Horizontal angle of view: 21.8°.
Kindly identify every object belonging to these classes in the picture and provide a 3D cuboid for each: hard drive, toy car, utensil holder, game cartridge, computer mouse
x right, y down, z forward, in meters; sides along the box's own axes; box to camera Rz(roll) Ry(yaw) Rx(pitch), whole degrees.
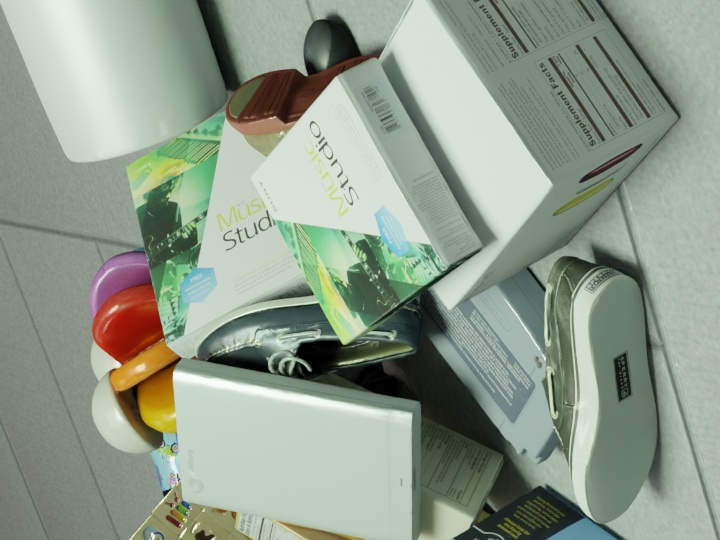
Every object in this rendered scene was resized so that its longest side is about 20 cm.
[{"bbox_3d":[-0.050,0.145,1.488,0.199,0.026,0.132,9,122,17],"label":"hard drive"},{"bbox_3d":[-0.183,0.053,1.693,0.150,0.175,0.200,51,-167,-29],"label":"toy car"},{"bbox_3d":[-0.221,-0.218,1.642,0.170,0.170,0.201,12,127,57],"label":"utensil holder"},{"bbox_3d":[0.101,0.041,1.443,0.200,0.041,0.133,53,155,19],"label":"game cartridge"},{"bbox_3d":[-0.012,-0.107,1.511,0.059,0.034,0.201,19,131,53],"label":"computer mouse"}]

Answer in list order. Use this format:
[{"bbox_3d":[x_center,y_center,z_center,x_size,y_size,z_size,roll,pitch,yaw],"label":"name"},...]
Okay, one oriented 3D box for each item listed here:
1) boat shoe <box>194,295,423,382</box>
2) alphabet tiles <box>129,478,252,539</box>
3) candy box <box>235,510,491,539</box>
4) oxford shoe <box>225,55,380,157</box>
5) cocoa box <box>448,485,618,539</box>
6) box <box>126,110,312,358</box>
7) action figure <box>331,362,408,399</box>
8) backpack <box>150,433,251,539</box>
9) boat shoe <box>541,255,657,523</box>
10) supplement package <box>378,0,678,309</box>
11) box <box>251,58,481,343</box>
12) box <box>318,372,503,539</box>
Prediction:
[{"bbox_3d":[-0.042,0.062,1.490,0.075,0.199,0.062,52,-151,-55],"label":"boat shoe"},{"bbox_3d":[-0.084,0.224,1.698,0.167,0.200,0.008,40,-174,-5],"label":"alphabet tiles"},{"bbox_3d":[0.006,0.219,1.611,0.200,0.116,0.055,29,143,13],"label":"candy box"},{"bbox_3d":[-0.007,-0.116,1.443,0.199,0.071,0.075,4,146,38],"label":"oxford shoe"},{"bbox_3d":[0.161,0.287,1.450,0.200,0.131,0.134,32,141,46],"label":"cocoa box"},{"bbox_3d":[-0.114,-0.040,1.571,0.036,0.144,0.200,46,-159,-50],"label":"box"},{"bbox_3d":[-0.034,0.076,1.682,0.200,0.069,0.130,38,152,47],"label":"action figure"},{"bbox_3d":[-0.106,0.174,1.789,0.134,0.182,0.201,-15,93,54],"label":"backpack"},{"bbox_3d":[0.166,0.084,1.333,0.064,0.071,0.201,27,128,49],"label":"boat shoe"},{"bbox_3d":[0.091,-0.095,1.251,0.156,0.111,0.200,57,154,12],"label":"supplement package"},{"bbox_3d":[-0.001,-0.042,1.286,0.145,0.036,0.200,61,156,6],"label":"box"},{"bbox_3d":[0.008,0.161,1.547,0.199,0.095,0.078,26,127,8],"label":"box"}]
